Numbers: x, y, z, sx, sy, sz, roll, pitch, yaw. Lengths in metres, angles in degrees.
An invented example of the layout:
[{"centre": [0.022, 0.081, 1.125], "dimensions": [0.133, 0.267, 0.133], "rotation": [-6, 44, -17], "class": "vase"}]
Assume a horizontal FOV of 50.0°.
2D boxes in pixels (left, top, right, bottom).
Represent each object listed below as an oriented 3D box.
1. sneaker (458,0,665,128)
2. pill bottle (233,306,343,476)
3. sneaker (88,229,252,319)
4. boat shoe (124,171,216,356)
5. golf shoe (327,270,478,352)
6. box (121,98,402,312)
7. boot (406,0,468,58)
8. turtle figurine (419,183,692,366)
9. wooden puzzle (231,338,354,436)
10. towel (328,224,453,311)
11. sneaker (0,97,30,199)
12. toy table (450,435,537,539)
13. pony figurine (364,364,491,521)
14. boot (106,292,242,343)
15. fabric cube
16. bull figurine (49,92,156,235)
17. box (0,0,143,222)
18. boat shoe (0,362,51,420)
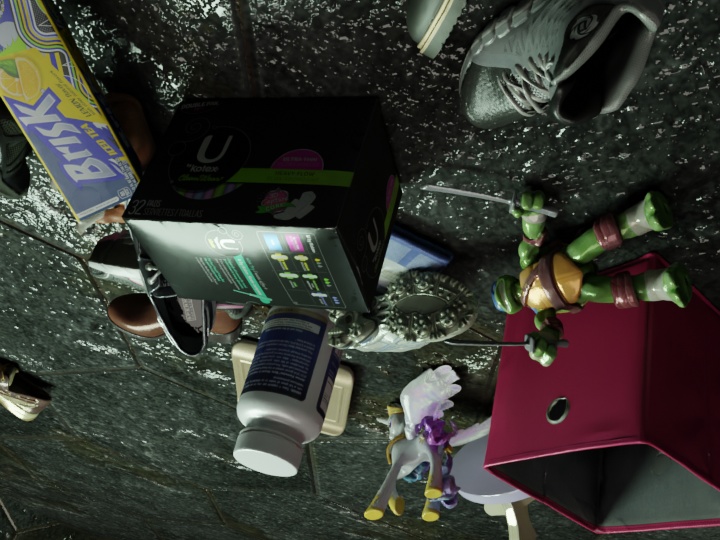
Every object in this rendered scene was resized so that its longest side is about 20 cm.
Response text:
[{"centre": [0.125, -0.133, 0.529], "dimensions": [0.075, 0.116, 0.200], "rotation": [26, 146, -17], "class": "sneaker"}, {"centre": [-0.092, 0.149, 0.975], "dimensions": [0.110, 0.201, 0.111], "rotation": [11, 148, 7], "class": "pill bottle"}, {"centre": [-0.211, 0.016, 0.872], "dimensions": [0.198, 0.081, 0.087], "rotation": [10, 123, 4], "class": "sneaker"}, {"centre": [-0.191, 0.000, 0.779], "dimensions": [0.071, 0.068, 0.201], "rotation": [-8, 124, -3], "class": "boat shoe"}, {"centre": [0.059, 0.053, 0.860], "dimensions": [0.199, 0.079, 0.097], "rotation": [-9, 157, 42], "class": "golf shoe"}, {"centre": [-0.079, -0.060, 0.698], "dimensions": [0.198, 0.149, 0.125], "rotation": [3, 145, 19], "class": "box"}, {"centre": [0.024, -0.240, 0.463], "dimensions": [0.137, 0.078, 0.201], "rotation": [20, 135, 1], "class": "boot"}, {"centre": [0.177, 0.003, 0.691], "dimensions": [0.193, 0.145, 0.200], "rotation": [-19, 138, 37], "class": "turtle figurine"}, {"centre": [-0.104, 0.179, 1.188], "dimensions": [0.183, 0.037, 0.201], "rotation": [14, 143, 3], "class": "wooden puzzle"}, {"centre": [0.000, 0.000, 0.875], "dimensions": [0.146, 0.024, 0.200], "rotation": [24, 146, -13], "class": "towel"}, {"centre": [-0.354, -0.137, 0.776], "dimensions": [0.076, 0.115, 0.199], "rotation": [37, 173, -6], "class": "sneaker"}, {"centre": [0.236, 0.312, 1.123], "dimensions": [0.117, 0.184, 0.199], "rotation": [50, 149, -20], "class": "toy table"}, {"centre": [0.093, 0.242, 1.082], "dimensions": [0.192, 0.201, 0.167], "rotation": [-28, 122, 28], "class": "pony figurine"}, {"centre": [-0.242, 0.021, 0.972], "dimensions": [0.187, 0.069, 0.201], "rotation": [14, 147, 4], "class": "boot"}, {"centre": [0.272, 0.136, 0.800], "dimensions": [0.199, 0.201, 0.196], "rotation": [33, 145, -26], "class": "fabric cube"}, {"centre": [-0.241, -0.090, 0.784], "dimensions": [0.121, 0.065, 0.201], "rotation": [-23, 138, -11], "class": "bull figurine"}, {"centre": [-0.258, -0.147, 0.652], "dimensions": [0.070, 0.064, 0.201], "rotation": [-25, 123, -4], "class": "box"}, {"centre": [-0.670, 0.201, 1.448], "dimensions": [0.072, 0.072, 0.200], "rotation": [-36, 115, 16], "class": "boat shoe"}]
